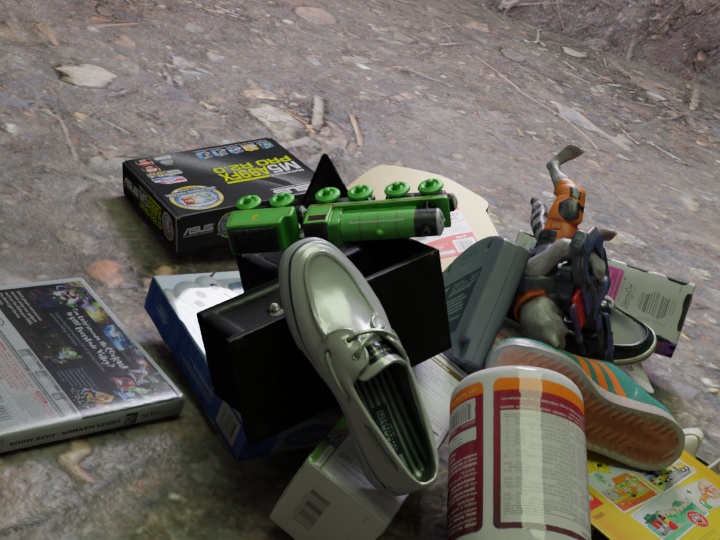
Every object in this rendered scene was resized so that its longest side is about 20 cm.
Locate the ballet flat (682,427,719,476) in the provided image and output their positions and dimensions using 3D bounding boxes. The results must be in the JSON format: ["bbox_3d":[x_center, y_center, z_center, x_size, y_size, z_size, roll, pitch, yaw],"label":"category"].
[{"bbox_3d":[0.339,0.200,1.070,0.199,0.072,0.069,29,28,19],"label":"ballet flat"}]

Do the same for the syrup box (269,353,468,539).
[{"bbox_3d":[0.016,0.145,0.895,0.081,0.079,0.200,37,37,5],"label":"syrup box"}]

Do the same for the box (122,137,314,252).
[{"bbox_3d":[-0.154,-0.093,1.259,0.198,0.045,0.160,-13,33,-29],"label":"box"}]

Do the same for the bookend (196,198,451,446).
[{"bbox_3d":[-0.062,0.032,0.921,0.197,0.093,0.199,-23,27,-27],"label":"bookend"}]

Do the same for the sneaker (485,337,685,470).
[{"bbox_3d":[0.189,0.109,0.963,0.199,0.072,0.080,28,15,-16],"label":"sneaker"}]

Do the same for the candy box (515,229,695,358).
[{"bbox_3d":[0.269,0.030,1.241,0.198,0.072,0.168,18,-5,16],"label":"candy box"}]

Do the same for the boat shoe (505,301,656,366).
[{"bbox_3d":[0.210,0.039,1.124,0.198,0.063,0.075,24,53,15],"label":"boat shoe"}]

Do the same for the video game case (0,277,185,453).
[{"bbox_3d":[-0.277,0.074,0.940,0.180,0.024,0.200,-7,36,-42],"label":"video game case"}]

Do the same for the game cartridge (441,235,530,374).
[{"bbox_3d":[0.098,0.038,1.037,0.040,0.134,0.200,23,-15,-9],"label":"game cartridge"}]

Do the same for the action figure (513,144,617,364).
[{"bbox_3d":[0.192,0.010,1.038,0.103,0.201,0.194,4,44,24],"label":"action figure"}]

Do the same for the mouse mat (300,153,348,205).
[{"bbox_3d":[0.000,0.000,1.036,0.007,0.161,0.201,-27,80,-18],"label":"mouse mat"}]

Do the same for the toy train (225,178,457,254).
[{"bbox_3d":[-0.018,-0.042,0.906,0.197,0.042,0.057,-4,33,13],"label":"toy train"}]

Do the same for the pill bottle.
[{"bbox_3d":[0.119,0.184,0.828,0.108,0.110,0.202,13,57,-13],"label":"pill bottle"}]

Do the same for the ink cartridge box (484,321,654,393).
[{"bbox_3d":[0.200,0.102,1.167,0.198,0.068,0.117,15,26,-8],"label":"ink cartridge box"}]

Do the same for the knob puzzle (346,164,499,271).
[{"bbox_3d":[0.052,-0.049,1.235,0.217,0.031,0.221,1,43,0],"label":"knob puzzle"}]

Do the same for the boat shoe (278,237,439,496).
[{"bbox_3d":[0.008,0.065,0.788,0.073,0.067,0.202,-28,93,-27],"label":"boat shoe"}]

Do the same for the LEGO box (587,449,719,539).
[{"bbox_3d":[0.239,0.223,0.949,0.199,0.078,0.149,-10,38,-46],"label":"LEGO box"}]

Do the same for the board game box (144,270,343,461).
[{"bbox_3d":[-0.073,0.078,1.024,0.197,0.044,0.200,-4,42,-38],"label":"board game box"}]
